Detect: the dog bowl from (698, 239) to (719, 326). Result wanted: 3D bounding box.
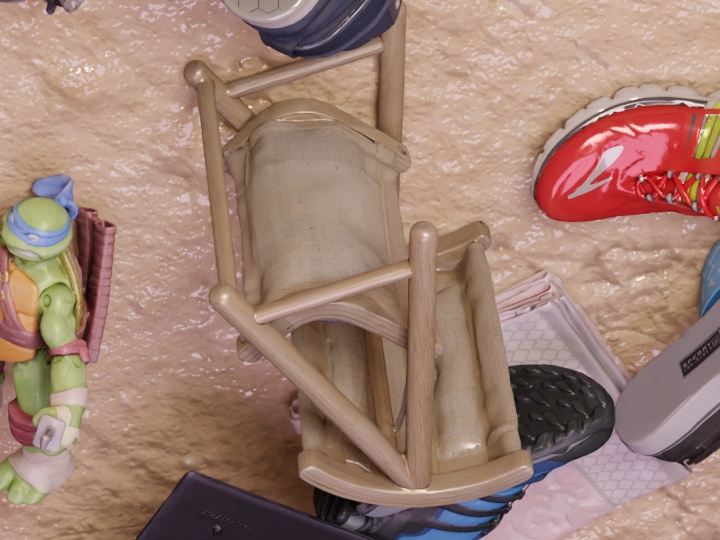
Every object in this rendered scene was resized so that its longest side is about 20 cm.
[{"bbox_3d":[0.286,0.033,1.818,0.200,0.050,0.111,30,122,-30],"label":"dog bowl"}]

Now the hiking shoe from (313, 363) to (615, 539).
[{"bbox_3d":[0.072,0.118,1.817,0.199,0.075,0.087,-21,138,24],"label":"hiking shoe"}]

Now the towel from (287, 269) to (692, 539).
[{"bbox_3d":[0.083,0.106,1.868,0.190,0.032,0.200,-27,129,17],"label":"towel"}]

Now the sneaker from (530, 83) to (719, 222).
[{"bbox_3d":[0.195,-0.058,1.697,0.199,0.085,0.077,-11,132,2],"label":"sneaker"}]

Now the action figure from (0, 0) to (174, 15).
[{"bbox_3d":[-0.128,-0.190,1.519,0.118,0.102,0.200,17,125,-24],"label":"action figure"}]

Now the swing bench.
[{"bbox_3d":[0.000,0.000,1.645,0.129,0.199,0.200,-16,132,7],"label":"swing bench"}]

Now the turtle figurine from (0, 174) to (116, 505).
[{"bbox_3d":[-0.220,0.056,1.692,0.143,0.201,0.194,12,140,2],"label":"turtle figurine"}]

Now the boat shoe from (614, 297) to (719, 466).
[{"bbox_3d":[0.232,0.048,1.750,0.056,0.069,0.200,27,130,-31],"label":"boat shoe"}]

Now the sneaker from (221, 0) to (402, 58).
[{"bbox_3d":[0.001,-0.201,1.548,0.203,0.077,0.146,-57,165,-3],"label":"sneaker"}]

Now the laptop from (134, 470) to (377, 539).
[{"bbox_3d":[-0.085,0.189,1.877,0.187,0.200,0.116,23,87,-26],"label":"laptop"}]
